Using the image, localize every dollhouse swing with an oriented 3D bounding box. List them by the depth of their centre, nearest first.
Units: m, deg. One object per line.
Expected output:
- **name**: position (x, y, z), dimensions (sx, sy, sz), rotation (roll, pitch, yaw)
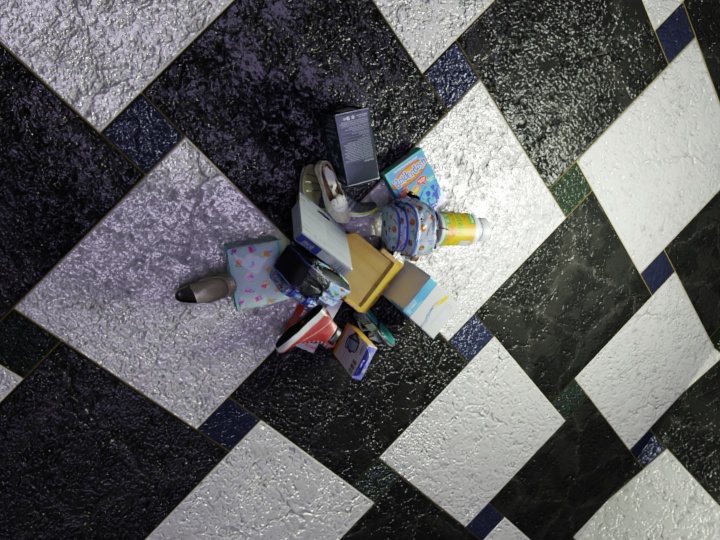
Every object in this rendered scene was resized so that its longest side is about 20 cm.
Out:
- **dollhouse swing**: position (0.000, 0.000, 1.654), dimensions (0.175, 0.182, 0.201), rotation (38, 93, 13)

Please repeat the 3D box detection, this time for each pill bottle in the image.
- **pill bottle**: position (0.332, -0.139, 1.763), dimensions (0.198, 0.111, 0.112), rotation (-1, 108, -22)

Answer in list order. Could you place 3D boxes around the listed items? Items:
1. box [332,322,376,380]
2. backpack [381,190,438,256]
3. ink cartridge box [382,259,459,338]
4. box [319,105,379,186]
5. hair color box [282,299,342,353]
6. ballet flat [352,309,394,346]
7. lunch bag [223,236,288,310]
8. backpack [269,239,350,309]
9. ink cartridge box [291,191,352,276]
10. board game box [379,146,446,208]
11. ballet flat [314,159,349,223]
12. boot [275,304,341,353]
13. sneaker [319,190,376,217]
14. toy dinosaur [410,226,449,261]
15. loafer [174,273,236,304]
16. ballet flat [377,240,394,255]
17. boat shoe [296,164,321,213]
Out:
- **box**: position (-0.017, 0.267, 1.711), dimensions (0.041, 0.200, 0.120), rotation (22, 99, -32)
- **backpack**: position (0.151, -0.129, 1.592), dimensions (0.153, 0.190, 0.202), rotation (-12, 107, -26)
- **ink cartridge box**: position (0.200, 0.097, 1.753), dimensions (0.146, 0.147, 0.200), rotation (-49, 128, -2)
- **box**: position (-0.032, -0.364, 1.518), dimensions (0.106, 0.148, 0.202), rotation (-17, 113, -15)
- **hair color box**: position (-0.156, 0.154, 1.694), dimensions (0.110, 0.064, 0.201), rotation (26, 96, -26)
- **ballet flat**: position (0.042, 0.198, 1.797), dimensions (0.074, 0.074, 0.200), rotation (-40, 116, -5)
- **lunch bag**: position (-0.306, 0.011, 1.553), dimensions (0.169, 0.122, 0.202), rotation (-12, 106, -18)
- **backpack**: position (-0.133, 0.031, 1.487), dimensions (0.199, 0.182, 0.135), rotation (33, 94, -38)
- **ink cartridge box**: position (-0.111, -0.104, 1.480), dimensions (0.043, 0.201, 0.196), rotation (-39, 125, 20)
- **board game box**: position (0.173, -0.270, 1.691), dimensions (0.152, 0.045, 0.201), rotation (-36, 117, -7)
- **ballet flat**: position (-0.081, -0.228, 1.539), dimensions (0.067, 0.062, 0.201), rotation (-29, 101, -18)
- **boot**: position (-0.157, 0.222, 1.645), dimensions (0.199, 0.072, 0.145), rotation (-38, 118, -9)
- **sneaker**: position (-0.040, -0.206, 1.615), dimensions (0.198, 0.074, 0.082), rotation (-4, 105, -23)
- **toy dinosaur**: position (0.207, -0.112, 1.728), dimensions (0.106, 0.061, 0.200), rotation (30, 137, -3)
- **loafer**: position (-0.444, 0.062, 1.491), dimensions (0.198, 0.068, 0.076), rotation (-14, 104, 21)
- **ballet flat**: position (0.071, -0.011, 1.732), dimensions (0.066, 0.057, 0.202), rotation (5, 106, -23)
- **boat shoe**: position (-0.160, -0.213, 1.558), dimensions (0.074, 0.068, 0.202), rotation (5, 83, -41)
